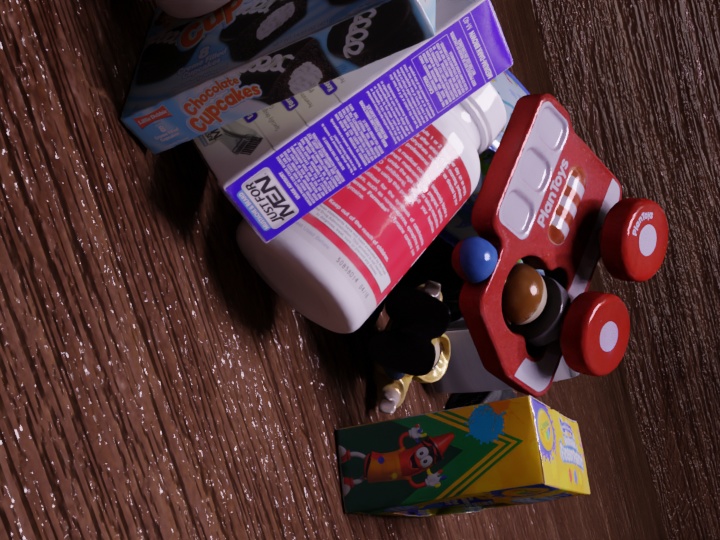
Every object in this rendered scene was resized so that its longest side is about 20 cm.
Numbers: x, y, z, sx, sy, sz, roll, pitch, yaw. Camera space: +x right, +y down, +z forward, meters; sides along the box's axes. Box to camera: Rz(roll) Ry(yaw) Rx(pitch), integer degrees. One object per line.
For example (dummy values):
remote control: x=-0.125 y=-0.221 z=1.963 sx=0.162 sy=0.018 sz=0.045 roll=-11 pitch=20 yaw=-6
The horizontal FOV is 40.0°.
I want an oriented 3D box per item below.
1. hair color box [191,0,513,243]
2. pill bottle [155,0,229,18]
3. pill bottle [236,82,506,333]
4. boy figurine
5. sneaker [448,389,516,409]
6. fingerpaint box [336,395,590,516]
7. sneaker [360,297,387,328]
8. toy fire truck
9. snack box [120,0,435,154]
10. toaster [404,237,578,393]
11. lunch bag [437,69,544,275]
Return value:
hair color box: x=-0.015 y=-0.121 z=0.647 sx=0.109 sy=0.200 sz=0.065 roll=54 pitch=-1 yaw=43
pill bottle: x=-0.135 y=-0.242 z=0.558 sx=0.200 sy=0.112 sz=0.113 roll=53 pitch=30 yaw=-50
pill bottle: x=0.014 y=-0.062 z=0.716 sx=0.200 sy=0.112 sz=0.112 roll=-49 pitch=136 yaw=-17
boy figurine: x=0.046 y=0.073 z=0.898 sx=0.200 sy=0.064 sz=0.125 roll=64 pitch=47 yaw=-75
sneaker: x=0.157 y=0.172 z=1.184 sx=0.200 sy=0.060 sz=0.105 roll=-51 pitch=121 yaw=-70
fingerpaint box: x=0.096 y=0.169 z=0.856 sx=0.200 sy=0.166 sz=0.074 roll=33 pitch=47 yaw=-64
sneaker: x=-0.001 y=0.000 z=0.855 sx=0.200 sy=0.069 sz=0.100 roll=-5 pitch=86 yaw=-64
toy fire truck: x=0.137 y=-0.014 z=0.771 sx=0.168 sy=0.112 sz=0.201 roll=35 pitch=75 yaw=-39
snack box: x=-0.049 y=-0.153 z=0.606 sx=0.037 sy=0.199 sz=0.117 roll=50 pitch=31 yaw=-40
toaster: x=0.145 y=0.029 z=1.052 sx=0.200 sy=0.180 sz=0.119 roll=-81 pitch=156 yaw=-48
lunch bag: x=0.134 y=-0.089 z=0.945 sx=0.200 sy=0.127 sz=0.171 roll=32 pitch=39 yaw=-29
